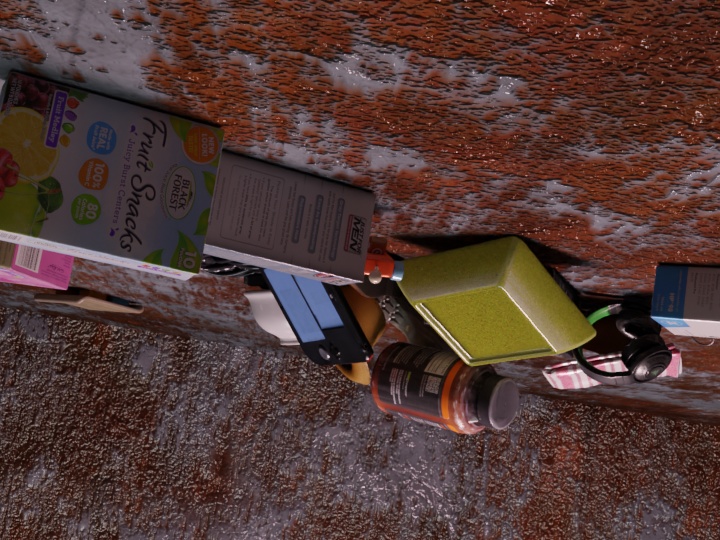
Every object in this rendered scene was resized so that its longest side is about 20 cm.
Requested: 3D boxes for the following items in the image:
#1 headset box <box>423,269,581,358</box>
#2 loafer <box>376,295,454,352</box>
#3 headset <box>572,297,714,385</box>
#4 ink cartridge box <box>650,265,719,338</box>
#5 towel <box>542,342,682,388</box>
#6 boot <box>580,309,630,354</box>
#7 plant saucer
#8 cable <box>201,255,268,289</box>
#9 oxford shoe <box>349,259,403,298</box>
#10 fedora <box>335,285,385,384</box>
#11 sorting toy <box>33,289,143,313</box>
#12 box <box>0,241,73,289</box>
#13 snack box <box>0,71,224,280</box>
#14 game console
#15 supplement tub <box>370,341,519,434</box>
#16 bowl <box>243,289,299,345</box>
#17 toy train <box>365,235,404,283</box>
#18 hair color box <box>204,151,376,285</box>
[{"bbox_3d":[0.199,0.054,1.558,0.173,0.093,0.200,5,170,24],"label":"headset box"},{"bbox_3d":[0.101,0.089,1.658,0.070,0.200,0.070,-25,163,-39],"label":"loafer"},{"bbox_3d":[0.389,0.086,1.535,0.199,0.124,0.094,-9,144,15],"label":"headset"},{"bbox_3d":[0.456,0.042,1.316,0.199,0.067,0.116,4,168,31],"label":"ink cartridge box"},{"bbox_3d":[0.373,0.147,1.652,0.199,0.030,0.146,-11,163,14],"label":"towel"},{"bbox_3d":[0.331,0.088,1.684,0.154,0.074,0.199,16,169,-42],"label":"boot"},{"bbox_3d":[0.160,0.054,1.399,0.199,0.048,0.200,-13,133,40],"label":"plant saucer"},{"bbox_3d":[-0.175,-0.016,1.675,0.163,0.051,0.200,20,169,-29],"label":"cable"},{"bbox_3d":[0.000,0.000,1.512,0.071,0.072,0.200,11,173,22],"label":"oxford shoe"},{"bbox_3d":[-0.018,0.068,1.617,0.082,0.201,0.201,-31,-179,-16],"label":"fedora"},{"bbox_3d":[-0.649,0.072,2.681,0.184,0.037,0.200,2,173,37],"label":"sorting toy"},{"bbox_3d":[-0.570,-0.042,1.722,0.199,0.097,0.176,7,171,14],"label":"box"},{"bbox_3d":[-0.235,-0.082,1.013,0.199,0.143,0.053,14,169,-22],"label":"snack box"},{"bbox_3d":[-0.069,0.038,1.516,0.031,0.201,0.177,-32,-171,-23],"label":"game console"},{"bbox_3d":[0.118,0.165,1.549,0.199,0.107,0.107,10,174,41],"label":"supplement tub"},{"bbox_3d":[-0.083,0.069,1.780,0.200,0.091,0.201,-5,179,0],"label":"bowl"},{"bbox_3d":[-0.050,-0.036,1.299,0.199,0.056,0.150,9,-169,-8],"label":"toy train"},{"bbox_3d":[-0.088,-0.053,1.175,0.199,0.100,0.061,14,169,-25],"label":"hair color box"}]
